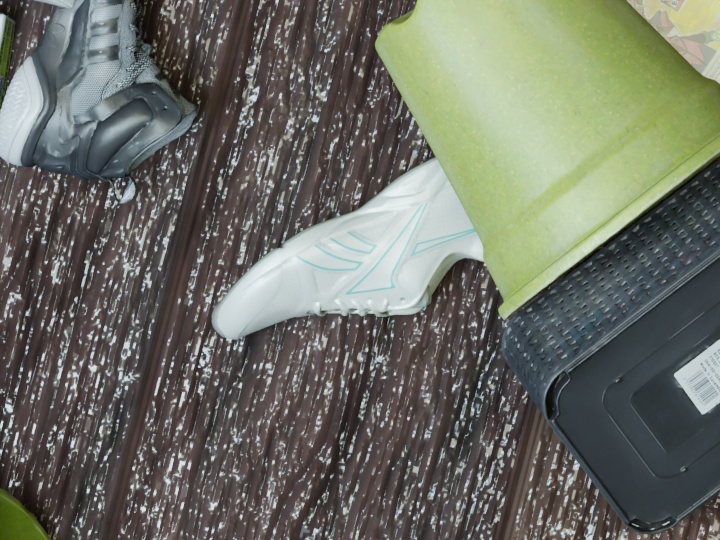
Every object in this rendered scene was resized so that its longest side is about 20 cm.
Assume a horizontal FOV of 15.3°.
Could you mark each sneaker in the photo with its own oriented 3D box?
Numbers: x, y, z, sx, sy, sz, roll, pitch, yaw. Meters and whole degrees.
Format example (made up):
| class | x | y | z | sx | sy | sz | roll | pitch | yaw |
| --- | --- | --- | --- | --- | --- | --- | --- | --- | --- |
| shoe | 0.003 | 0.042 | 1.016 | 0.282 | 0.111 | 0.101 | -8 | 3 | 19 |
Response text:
| class | x | y | z | sx | sy | sz | roll | pitch | yaw |
| --- | --- | --- | --- | --- | --- | --- | --- | --- | --- |
| sneaker | 0.000 | 0.000 | 1.698 | 0.199 | 0.070 | 0.081 | -28 | 88 | 3 |
| sneaker | -0.147 | -0.143 | 1.715 | 0.113 | 0.075 | 0.201 | 25 | 96 | 5 |

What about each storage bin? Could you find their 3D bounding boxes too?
| class | x | y | z | sx | sy | sz | roll | pitch | yaw |
| --- | --- | --- | --- | --- | --- | --- | --- | --- | --- |
| storage bin | 0.204 | 0.045 | 1.639 | 0.200 | 0.094 | 0.135 | -38 | 116 | 2 |

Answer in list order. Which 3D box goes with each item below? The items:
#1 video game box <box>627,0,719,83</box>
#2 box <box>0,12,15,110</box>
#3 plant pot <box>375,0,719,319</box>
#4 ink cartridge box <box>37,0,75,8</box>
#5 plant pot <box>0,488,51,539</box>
| class | x | y | z | sx | sy | sz | roll | pitch | yaw |
| --- | --- | --- | --- | --- | --- | --- | --- | --- | --- |
| video game box | 0.249 | -0.196 | 1.696 | 0.182 | 0.047 | 0.201 | 35 | 91 | 3 |
| box | -0.332 | -0.125 | 1.747 | 0.198 | 0.035 | 0.111 | 9 | 89 | 5 |
| plant pot | 0.112 | -0.104 | 1.623 | 0.200 | 0.200 | 0.185 | -37 | 87 | 2 |
| ink cartridge box | -0.244 | -0.271 | 1.700 | 0.199 | 0.045 | 0.177 | 16 | 90 | 31 |
| plant pot | -0.289 | 0.257 | 1.663 | 0.192 | 0.200 | 0.202 | -21 | 86 | 16 |
